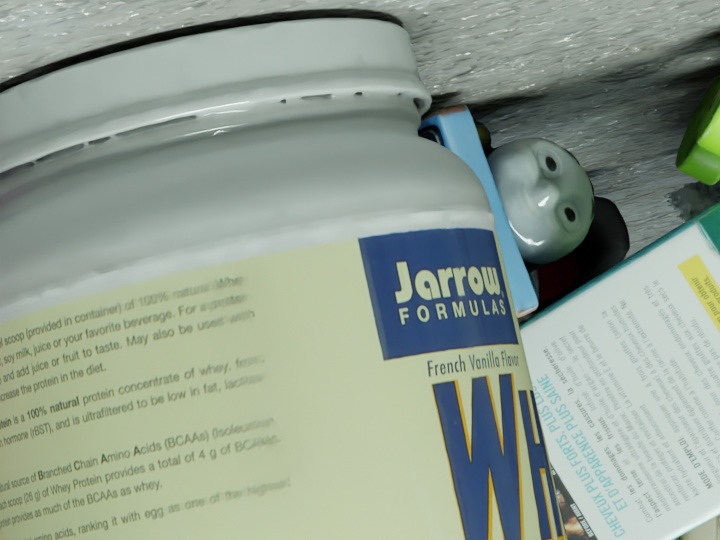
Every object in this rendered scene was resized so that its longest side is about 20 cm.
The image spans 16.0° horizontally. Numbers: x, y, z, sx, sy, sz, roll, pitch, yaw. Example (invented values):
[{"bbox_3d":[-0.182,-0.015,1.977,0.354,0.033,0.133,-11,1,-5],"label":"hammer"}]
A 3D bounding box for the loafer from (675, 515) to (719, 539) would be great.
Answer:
[{"bbox_3d":[0.152,0.051,0.935,0.067,0.076,0.200,5,143,10],"label":"loafer"}]

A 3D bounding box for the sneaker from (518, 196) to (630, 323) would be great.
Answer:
[{"bbox_3d":[0.027,0.001,1.012,0.200,0.077,0.084,-20,172,-40],"label":"sneaker"}]

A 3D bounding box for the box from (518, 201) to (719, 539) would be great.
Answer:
[{"bbox_3d":[0.054,0.063,0.819,0.200,0.082,0.049,-32,178,25],"label":"box"}]

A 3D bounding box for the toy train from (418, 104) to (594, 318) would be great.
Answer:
[{"bbox_3d":[0.000,0.000,0.862,0.114,0.087,0.200,-20,176,-30],"label":"toy train"}]

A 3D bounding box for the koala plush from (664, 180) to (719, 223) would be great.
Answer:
[{"bbox_3d":[0.212,-0.009,1.008,0.177,0.184,0.200,-22,151,15],"label":"koala plush"}]

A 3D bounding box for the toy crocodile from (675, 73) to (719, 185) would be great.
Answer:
[{"bbox_3d":[0.147,-0.049,0.825,0.067,0.062,0.200,26,177,3],"label":"toy crocodile"}]

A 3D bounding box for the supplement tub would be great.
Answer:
[{"bbox_3d":[-0.025,0.048,0.658,0.145,0.200,0.145,-12,174,-1],"label":"supplement tub"}]
